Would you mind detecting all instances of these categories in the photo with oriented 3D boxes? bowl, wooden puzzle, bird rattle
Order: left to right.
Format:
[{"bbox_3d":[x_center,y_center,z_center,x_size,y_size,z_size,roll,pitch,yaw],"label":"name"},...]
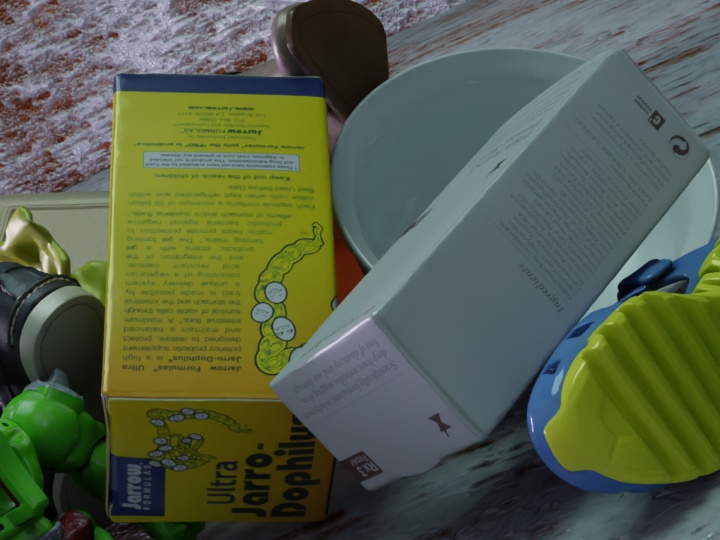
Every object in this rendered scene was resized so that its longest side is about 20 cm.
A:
[{"bbox_3d":[-0.239,0.054,1.136,0.200,0.113,0.163,-24,37,31],"label":"bird rattle"},{"bbox_3d":[-0.213,0.006,1.430,0.185,0.037,0.200,-1,43,8],"label":"wooden puzzle"},{"bbox_3d":[0.081,-0.018,0.950,0.201,0.201,0.090,-33,-32,-27],"label":"bowl"}]

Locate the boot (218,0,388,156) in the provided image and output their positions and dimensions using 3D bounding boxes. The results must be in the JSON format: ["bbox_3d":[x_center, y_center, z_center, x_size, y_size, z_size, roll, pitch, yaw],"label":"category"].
[{"bbox_3d":[-0.043,-0.098,1.027,0.146,0.070,0.200,-1,-15,31],"label":"boot"}]

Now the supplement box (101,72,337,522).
[{"bbox_3d":[-0.069,0.011,0.893,0.109,0.109,0.200,1,52,-6],"label":"supplement box"}]

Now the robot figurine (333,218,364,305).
[{"bbox_3d":[0.000,0.000,1.073,0.200,0.144,0.117,-17,24,9],"label":"robot figurine"}]

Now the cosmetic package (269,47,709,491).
[{"bbox_3d":[0.059,-0.002,0.799,0.200,0.074,0.102,-46,6,-35],"label":"cosmetic package"}]

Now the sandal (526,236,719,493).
[{"bbox_3d":[0.123,0.039,0.756,0.087,0.080,0.200,-22,3,40],"label":"sandal"}]

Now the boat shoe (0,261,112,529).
[{"bbox_3d":[-0.163,0.070,0.989,0.063,0.200,0.073,31,57,27],"label":"boat shoe"}]

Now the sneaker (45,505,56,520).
[{"bbox_3d":[-0.179,0.114,1.141,0.200,0.070,0.100,-29,17,12],"label":"sneaker"}]

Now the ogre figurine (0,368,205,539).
[{"bbox_3d":[-0.169,0.130,0.881,0.200,0.120,0.098,-30,12,-20],"label":"ogre figurine"}]
